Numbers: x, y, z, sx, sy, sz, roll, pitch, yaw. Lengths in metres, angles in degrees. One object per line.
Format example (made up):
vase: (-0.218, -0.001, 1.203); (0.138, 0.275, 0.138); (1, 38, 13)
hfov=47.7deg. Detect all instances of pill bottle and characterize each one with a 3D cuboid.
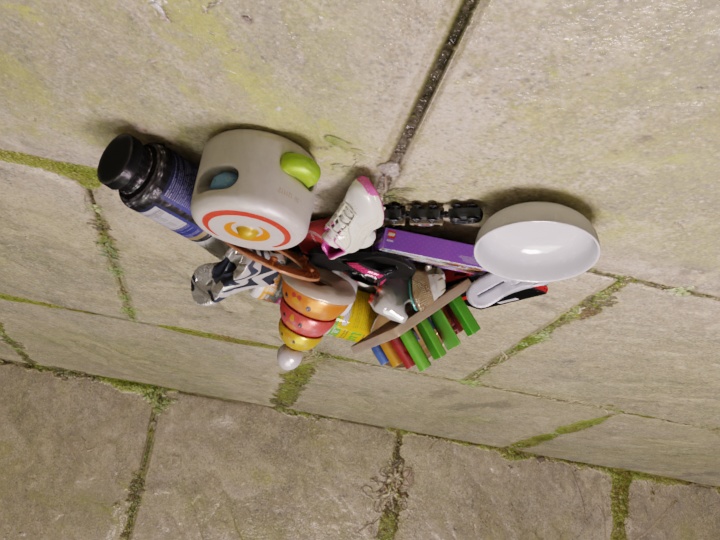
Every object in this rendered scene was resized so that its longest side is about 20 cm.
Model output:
pill bottle: (0.014, 0.106, 1.792); (0.198, 0.112, 0.111); (15, 159, -17)
pill bottle: (-0.113, 0.020, 1.610); (0.198, 0.118, 0.116); (16, 159, -19)
pill bottle: (-0.310, -0.132, 1.293); (0.111, 0.113, 0.199); (-7, 154, 37)

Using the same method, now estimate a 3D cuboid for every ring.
ring: (-0.155, -0.036, 1.386); (0.199, 0.019, 0.201); (26, -170, -5)

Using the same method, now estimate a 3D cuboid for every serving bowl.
serving bowl: (0.282, -0.054, 1.305); (0.198, 0.066, 0.201); (5, 152, 3)

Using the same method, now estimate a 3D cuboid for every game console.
game console: (0.245, 0.030, 1.624); (0.176, 0.031, 0.199); (18, 159, -32)

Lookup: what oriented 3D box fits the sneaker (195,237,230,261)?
sneaker: (-0.274, -0.071, 1.520); (0.099, 0.075, 0.200); (8, 154, 25)

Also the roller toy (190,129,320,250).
roller toy: (-0.162, -0.113, 1.241); (0.180, 0.141, 0.200); (12, 160, -6)

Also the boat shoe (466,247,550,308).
boat shoe: (0.275, -0.001, 1.430); (0.198, 0.073, 0.071); (-23, -168, 10)

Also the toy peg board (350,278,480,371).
toy peg board: (0.116, 0.124, 1.572); (0.199, 0.098, 0.199); (-31, 179, -29)

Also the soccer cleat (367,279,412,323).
soccer cleat: (0.066, 0.040, 1.514); (0.077, 0.200, 0.069); (38, 114, -5)

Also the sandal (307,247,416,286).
sandal: (0.000, 0.000, 1.431); (0.198, 0.045, 0.075); (6, 150, 14)

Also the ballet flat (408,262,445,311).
ballet flat: (0.122, 0.019, 1.483); (0.065, 0.071, 0.200); (-13, -163, 7)

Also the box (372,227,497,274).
box: (0.126, -0.033, 1.432); (0.198, 0.040, 0.137); (11, 176, -7)

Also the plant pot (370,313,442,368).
plant pot: (0.106, 0.120, 1.748); (0.199, 0.201, 0.028); (24, -163, -35)

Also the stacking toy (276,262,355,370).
stacking toy: (-0.104, 0.099, 1.510); (0.145, 0.202, 0.146); (19, -163, -6)

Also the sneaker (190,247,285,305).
sneaker: (-0.216, 0.009, 1.495); (0.129, 0.080, 0.199); (1, 150, -45)

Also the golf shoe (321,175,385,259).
golf shoe: (-0.015, -0.077, 1.319); (0.091, 0.076, 0.200); (-31, 161, -20)

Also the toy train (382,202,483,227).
toy train: (0.106, -0.091, 1.347); (0.198, 0.035, 0.046); (0, 169, 23)

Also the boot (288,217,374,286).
boot: (-0.060, -0.034, 1.517); (0.143, 0.073, 0.200); (-2, 149, 27)
